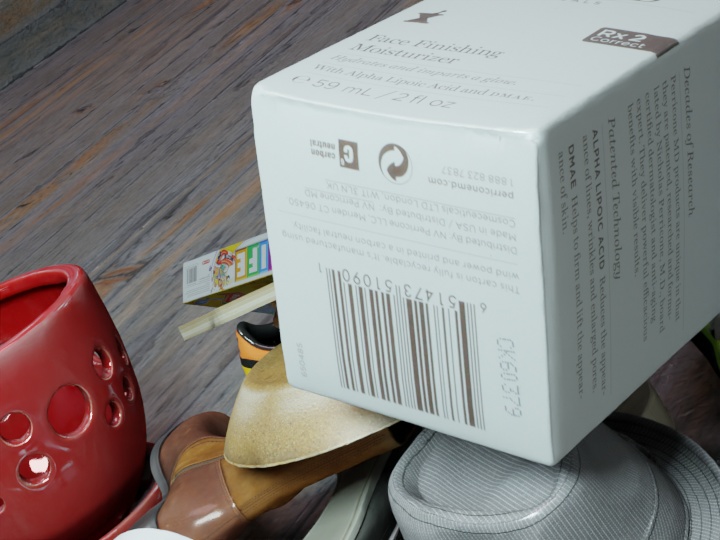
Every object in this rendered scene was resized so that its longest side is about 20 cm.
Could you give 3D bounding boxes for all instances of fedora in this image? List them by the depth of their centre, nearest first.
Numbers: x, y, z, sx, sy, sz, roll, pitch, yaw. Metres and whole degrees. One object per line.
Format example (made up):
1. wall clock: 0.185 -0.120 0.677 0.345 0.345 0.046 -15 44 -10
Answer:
1. fedora: 0.083 0.119 0.831 0.177 0.090 0.200 -41 26 -5

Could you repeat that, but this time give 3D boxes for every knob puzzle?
1. knob puzzle: 0.000 0.000 1.018 0.218 0.031 0.220 -24 0 0

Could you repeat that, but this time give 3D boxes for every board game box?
1. board game box: -0.029 0.000 1.263 0.134 0.035 0.199 8 -15 -34

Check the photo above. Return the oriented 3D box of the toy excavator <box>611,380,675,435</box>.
1. toy excavator: 0.113 0.059 1.026 0.193 0.100 0.201 -13 37 33

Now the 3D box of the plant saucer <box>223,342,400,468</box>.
1. plant saucer: 0.003 0.048 0.960 0.199 0.036 0.200 -25 11 5

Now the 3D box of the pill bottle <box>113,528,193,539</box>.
1. pill bottle: -0.133 0.230 0.821 0.113 0.114 0.200 -13 30 36

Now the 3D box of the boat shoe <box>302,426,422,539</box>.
1. boat shoe: 0.003 0.156 0.959 0.067 0.057 0.200 -34 16 37

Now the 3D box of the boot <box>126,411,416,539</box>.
1. boot: -0.047 0.098 1.025 0.199 0.069 0.188 -35 6 18

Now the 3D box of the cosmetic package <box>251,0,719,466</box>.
1. cosmetic package: 0.076 -0.037 0.826 0.164 0.166 0.200 13 32 35

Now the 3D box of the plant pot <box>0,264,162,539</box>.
1. plant pot: -0.241 0.120 1.173 0.199 0.183 0.201 -24 20 9

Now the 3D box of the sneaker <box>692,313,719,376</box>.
1. sneaker: 0.190 0.012 0.944 0.200 0.082 0.072 -113 41 -61

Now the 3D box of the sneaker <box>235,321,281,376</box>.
1. sneaker: 0.004 0.038 1.194 0.199 0.091 0.070 -25 19 9
